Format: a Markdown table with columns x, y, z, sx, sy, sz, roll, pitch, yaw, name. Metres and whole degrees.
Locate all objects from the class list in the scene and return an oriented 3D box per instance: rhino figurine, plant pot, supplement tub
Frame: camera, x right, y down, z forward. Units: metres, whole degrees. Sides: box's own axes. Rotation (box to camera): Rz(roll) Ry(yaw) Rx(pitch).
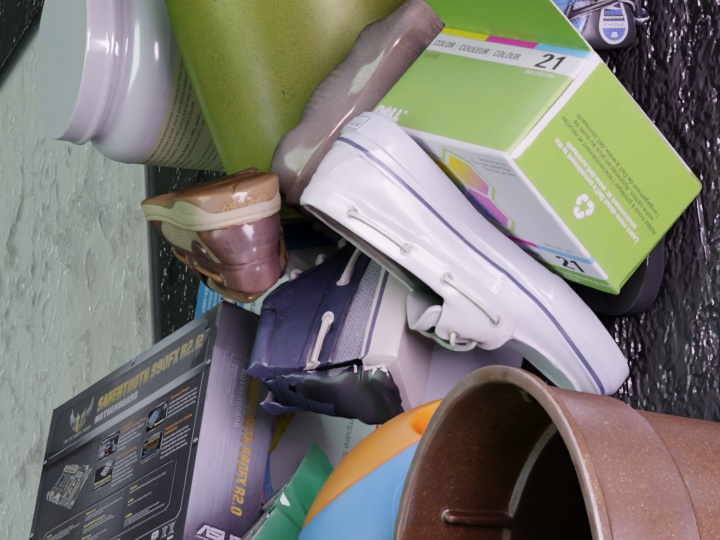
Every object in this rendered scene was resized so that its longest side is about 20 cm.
| x | y | z | sx | sy | sz | roll | pitch | yaw | name |
| --- | --- | --- | --- | --- | --- | --- | --- | --- | --- |
| 0.019 | -0.108 | 1.351 | 0.200 | 0.060 | 0.087 | -55 | -14 | 9 | rhino figurine |
| 0.139 | 0.144 | 1.004 | 0.200 | 0.197 | 0.201 | -177 | 90 | -67 | plant pot |
| -0.023 | -0.131 | 1.480 | 0.200 | 0.199 | 0.194 | 177 | 84 | -67 | plant pot |
| -0.107 | -0.140 | 1.633 | 0.145 | 0.199 | 0.146 | -176 | 90 | -67 | supplement tub |

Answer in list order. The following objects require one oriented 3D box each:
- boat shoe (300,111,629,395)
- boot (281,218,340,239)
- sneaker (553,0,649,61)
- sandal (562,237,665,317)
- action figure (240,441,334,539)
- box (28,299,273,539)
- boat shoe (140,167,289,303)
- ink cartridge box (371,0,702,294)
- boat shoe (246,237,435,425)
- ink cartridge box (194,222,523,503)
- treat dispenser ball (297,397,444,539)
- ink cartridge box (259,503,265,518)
| x | y | z | sx | sy | sz | roll | pitch | yaw | name |
| --- | --- | --- | --- | --- | --- | --- | --- | --- | --- |
| 0.049 | 0.008 | 1.252 | 0.067 | 0.200 | 0.074 | -49 | 9 | -12 | boat shoe |
| -0.056 | 0.052 | 1.645 | 0.151 | 0.073 | 0.201 | 149 | 122 | -64 | boot |
| 0.125 | -0.162 | 1.264 | 0.201 | 0.078 | 0.089 | 105 | 149 | -43 | sneaker |
| 0.099 | -0.013 | 1.321 | 0.200 | 0.045 | 0.076 | -171 | 85 | -67 | sandal |
| 0.024 | 0.193 | 1.320 | 0.055 | 0.200 | 0.118 | -46 | 3 | 35 | action figure |
| -0.126 | 0.127 | 1.422 | 0.200 | 0.048 | 0.159 | -32 | 41 | 46 | box |
| -0.076 | -0.015 | 1.363 | 0.200 | 0.072 | 0.072 | -174 | 68 | -76 | boat shoe |
| 0.056 | -0.092 | 1.219 | 0.076 | 0.200 | 0.148 | -50 | 28 | -12 | ink cartridge box |
| 0.000 | 0.000 | 1.330 | 0.200 | 0.092 | 0.075 | -70 | -28 | -44 | boat shoe |
| -0.011 | 0.072 | 1.437 | 0.200 | 0.084 | 0.145 | 25 | 113 | 42 | ink cartridge box |
| 0.065 | 0.159 | 1.176 | 0.201 | 0.200 | 0.202 | -176 | 90 | -67 | treat dispenser ball |
| -0.118 | 0.178 | 1.598 | 0.146 | 0.084 | 0.200 | -58 | -4 | 12 | ink cartridge box |
